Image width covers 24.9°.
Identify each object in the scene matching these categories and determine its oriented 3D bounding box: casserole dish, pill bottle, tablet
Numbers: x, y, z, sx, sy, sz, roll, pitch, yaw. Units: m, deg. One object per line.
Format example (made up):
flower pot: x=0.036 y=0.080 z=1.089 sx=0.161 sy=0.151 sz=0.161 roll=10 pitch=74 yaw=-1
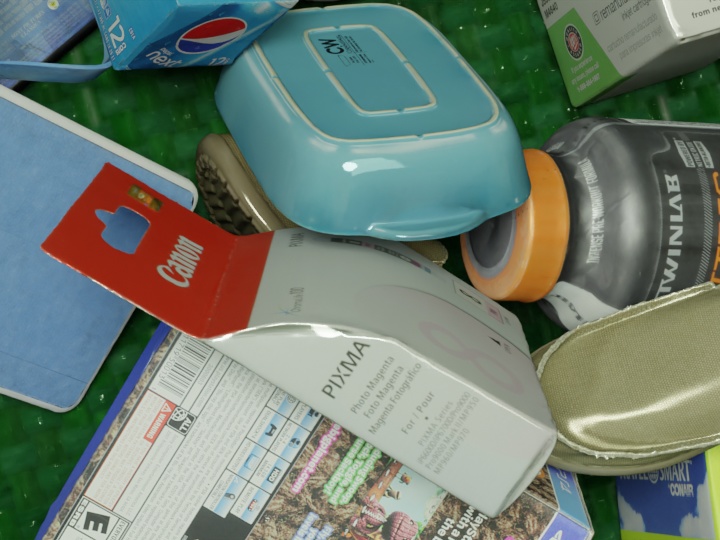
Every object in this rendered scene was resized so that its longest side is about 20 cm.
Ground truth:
casserole dish: x=0.003 y=-0.077 z=0.750 sx=0.120 sy=0.200 sz=0.039 roll=-8 pitch=121 yaw=-16
pill bottle: x=0.150 y=-0.020 z=0.799 sx=0.199 sy=0.106 sz=0.107 roll=0 pitch=83 yaw=-23
tablet: x=-0.173 y=-0.017 z=0.717 sx=0.200 sy=0.014 sz=0.130 roll=26 pitch=97 yaw=-44

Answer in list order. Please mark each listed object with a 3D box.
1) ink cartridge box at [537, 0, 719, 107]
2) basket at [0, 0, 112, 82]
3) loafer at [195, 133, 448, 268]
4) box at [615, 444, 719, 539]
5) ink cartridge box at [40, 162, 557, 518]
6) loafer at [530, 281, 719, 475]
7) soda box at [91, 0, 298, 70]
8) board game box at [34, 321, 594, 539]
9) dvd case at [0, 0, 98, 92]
ink cartridge box: x=0.132 y=-0.200 z=0.813 sx=0.084 sy=0.145 sz=0.201 roll=-18 pitch=87 yaw=-13
basket: x=-0.208 y=-0.166 z=0.723 sx=0.199 sy=0.139 sz=0.177 roll=-10 pitch=77 yaw=-40
loafer: x=0.000 y=0.000 z=0.799 sx=0.067 sy=0.076 sz=0.200 roll=-46 pitch=103 yaw=-17
box: x=0.170 y=0.156 z=0.789 sx=0.047 sy=0.122 sz=0.201 roll=-4 pitch=84 yaw=-13
ink cartridge box: x=-0.019 y=0.007 z=0.669 sx=0.200 sy=0.163 sz=0.057 roll=36 pitch=102 yaw=-9
loafer: x=0.162 y=0.038 z=0.714 sx=0.199 sy=0.068 sz=0.076 roll=-12 pitch=67 yaw=-5
soda box: x=-0.099 y=-0.195 z=0.741 sx=0.068 sy=0.064 sz=0.201 roll=-9 pitch=74 yaw=-39
board game box: x=-0.025 y=0.112 z=0.733 sx=0.199 sy=0.097 sz=0.160 roll=31 pitch=103 yaw=-8
dvd case: x=-0.240 y=-0.154 z=0.787 sx=0.143 sy=0.018 sz=0.200 roll=-43 pitch=94 yaw=-14
